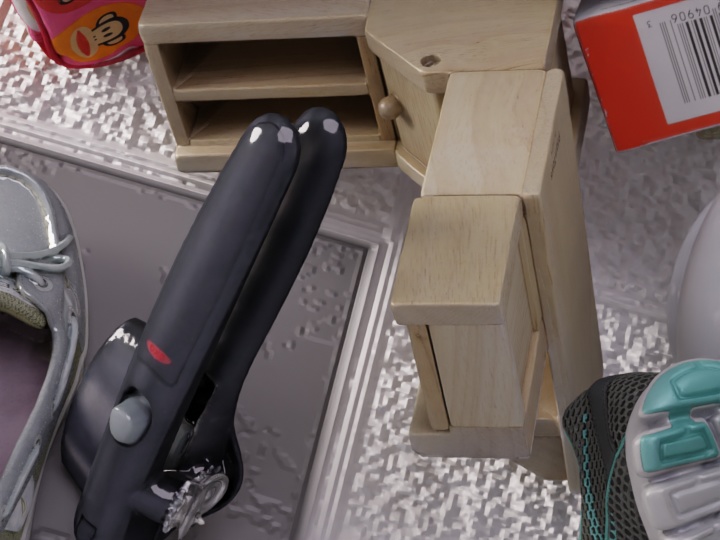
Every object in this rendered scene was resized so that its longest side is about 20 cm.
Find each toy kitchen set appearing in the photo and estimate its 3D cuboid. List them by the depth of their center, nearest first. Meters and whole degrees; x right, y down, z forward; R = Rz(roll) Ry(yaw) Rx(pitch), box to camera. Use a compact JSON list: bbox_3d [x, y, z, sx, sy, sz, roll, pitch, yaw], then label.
[{"bbox_3d":[0.000,0.000,0.874,0.180,0.163,0.200,-1,44,15],"label":"toy kitchen set"}]

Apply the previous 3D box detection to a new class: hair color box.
[{"bbox_3d":[0.161,-0.124,0.932,0.111,0.064,0.200,-14,21,19],"label":"hair color box"}]

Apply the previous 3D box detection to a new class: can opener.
[{"bbox_3d":[-0.060,0.026,0.785,0.079,0.200,0.063,38,34,14],"label":"can opener"}]

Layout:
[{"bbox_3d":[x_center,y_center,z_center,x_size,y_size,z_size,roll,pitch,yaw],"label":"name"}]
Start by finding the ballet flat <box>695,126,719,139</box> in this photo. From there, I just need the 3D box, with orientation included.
[{"bbox_3d":[0.233,-0.108,1.018,0.062,0.067,0.200,45,59,6],"label":"ballet flat"}]

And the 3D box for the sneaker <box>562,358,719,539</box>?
[{"bbox_3d":[0.124,0.125,0.812,0.077,0.091,0.201,-15,101,-24],"label":"sneaker"}]

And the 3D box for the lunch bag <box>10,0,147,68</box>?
[{"bbox_3d":[-0.082,-0.183,0.901,0.176,0.200,0.082,-27,64,-6],"label":"lunch bag"}]

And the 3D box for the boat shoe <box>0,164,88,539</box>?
[{"bbox_3d":[-0.145,0.039,0.836,0.074,0.065,0.202,11,56,-5],"label":"boat shoe"}]

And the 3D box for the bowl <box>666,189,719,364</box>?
[{"bbox_3d":[0.187,0.017,0.879,0.090,0.202,0.201,13,44,45],"label":"bowl"}]
